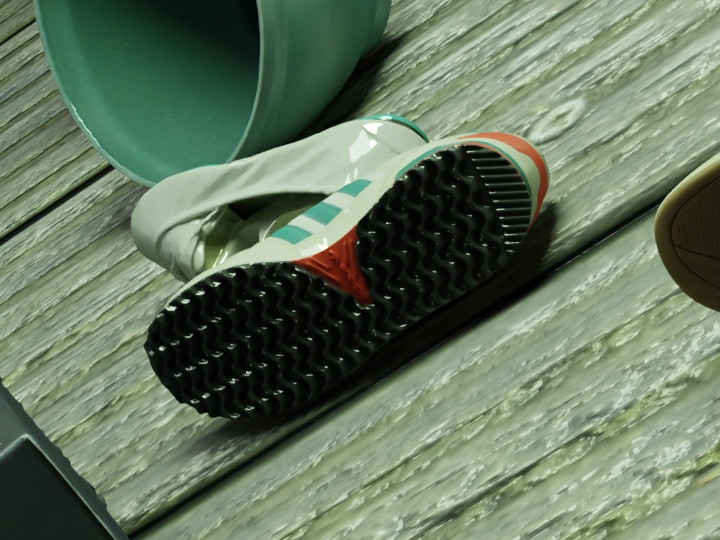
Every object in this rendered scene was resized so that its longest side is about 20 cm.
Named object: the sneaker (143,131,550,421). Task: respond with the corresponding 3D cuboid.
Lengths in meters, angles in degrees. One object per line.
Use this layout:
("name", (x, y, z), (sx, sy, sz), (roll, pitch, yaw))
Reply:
("sneaker", (0.000, -0.001, 1.188), (0.199, 0.071, 0.093), (-31, 3, 24))

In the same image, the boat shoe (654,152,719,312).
("boat shoe", (0.195, -0.043, 0.926), (0.199, 0.072, 0.065), (-25, 14, 24))

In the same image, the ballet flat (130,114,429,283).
("ballet flat", (-0.048, -0.020, 1.310), (0.200, 0.070, 0.070), (-18, 27, 42))

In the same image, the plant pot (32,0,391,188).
("plant pot", (-0.068, -0.155, 1.484), (0.134, 0.201, 0.200), (-17, 4, -39))

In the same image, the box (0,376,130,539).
("box", (-0.192, 0.143, 1.093), (0.200, 0.123, 0.198), (-40, 21, -7))

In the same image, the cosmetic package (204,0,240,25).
("cosmetic package", (-0.099, -0.219, 1.677), (0.165, 0.165, 0.200), (-46, 21, -27))
